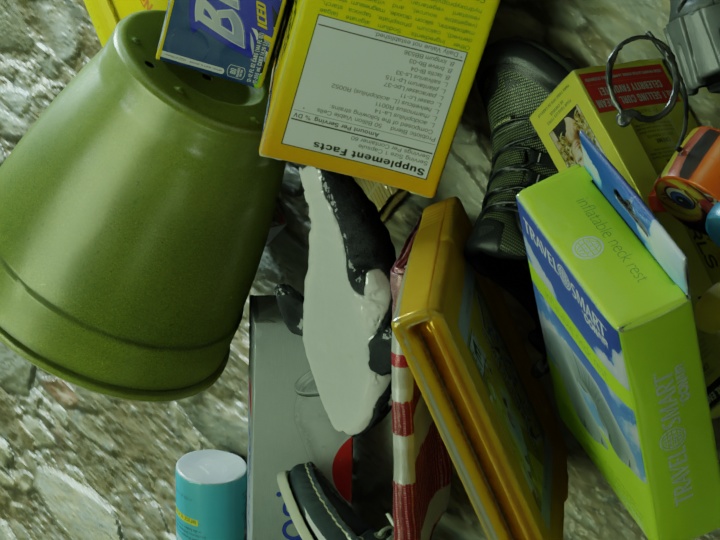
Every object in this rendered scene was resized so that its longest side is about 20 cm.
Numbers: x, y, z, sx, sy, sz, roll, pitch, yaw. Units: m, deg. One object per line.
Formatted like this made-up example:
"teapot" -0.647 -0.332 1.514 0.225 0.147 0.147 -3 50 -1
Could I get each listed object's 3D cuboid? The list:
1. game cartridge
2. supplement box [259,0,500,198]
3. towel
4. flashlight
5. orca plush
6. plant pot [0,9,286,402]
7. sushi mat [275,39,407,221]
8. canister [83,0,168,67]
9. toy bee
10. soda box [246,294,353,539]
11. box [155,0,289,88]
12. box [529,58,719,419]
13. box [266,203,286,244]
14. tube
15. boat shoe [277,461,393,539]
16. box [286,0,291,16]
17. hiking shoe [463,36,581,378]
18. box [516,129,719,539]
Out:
"game cartridge" 0.073 0.066 1.453 0.032 0.200 0.176 -21 106 14
"supplement box" 0.019 -0.161 1.503 0.110 0.109 0.200 -84 11 -57
"towel" 0.038 0.077 1.565 0.023 0.144 0.200 2 106 9
"flashlight" 0.169 -0.196 1.368 0.068 0.068 0.200 -23 80 49
"orca plush" 0.000 0.000 1.615 0.105 0.071 0.200 -5 107 49
"plant pot" -0.134 -0.054 1.647 0.200 0.200 0.193 51 125 31
"sushi mat" -0.015 -0.130 1.665 0.096 0.012 0.200 -47 62 49
"canister" -0.106 -0.236 1.687 0.200 0.087 0.149 -56 45 41
"toy bee" 0.200 -0.041 1.328 0.200 0.131 0.109 58 163 -2
"soda box" -0.040 0.118 1.701 0.063 0.068 0.200 -107 18 -73
"box" -0.063 -0.210 1.514 0.064 0.070 0.200 -78 5 -54
"box" 0.172 -0.018 1.405 0.050 0.075 0.200 -48 60 45
"box" -0.111 -0.105 1.775 0.041 0.039 0.200 -42 66 48
"tube" -0.108 0.227 1.858 0.077 0.050 0.200 41 135 54
"boat shoe" 0.023 0.197 1.635 0.062 0.075 0.200 -39 77 12
"box" -0.026 -0.244 1.548 0.041 0.156 0.200 -79 7 -55
"hiking shoe" 0.101 -0.040 1.466 0.076 0.101 0.200 -36 72 48
"box" 0.136 0.040 1.349 0.122 0.048 0.200 56 166 46
